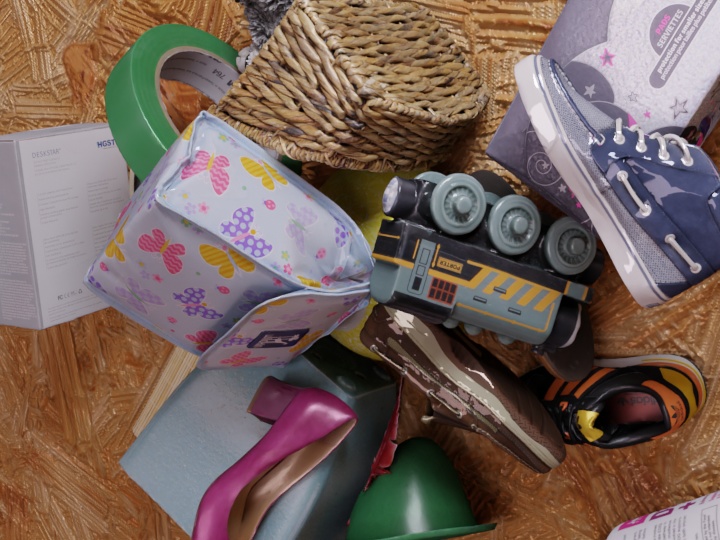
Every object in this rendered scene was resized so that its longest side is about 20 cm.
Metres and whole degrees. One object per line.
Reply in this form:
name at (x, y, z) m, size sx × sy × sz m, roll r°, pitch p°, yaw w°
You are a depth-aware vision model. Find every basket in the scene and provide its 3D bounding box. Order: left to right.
basket at (0.000, -0.131, 0.903) m, size 0.149 × 0.199 × 0.144 m, roll -45°, pitch 72°, yaw 32°

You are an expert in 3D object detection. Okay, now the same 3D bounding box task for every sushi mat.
sushi mat at (-0.201, 0.153, 1.228) m, size 0.096 × 0.012 × 0.201 m, roll 42°, pitch 121°, yaw 17°

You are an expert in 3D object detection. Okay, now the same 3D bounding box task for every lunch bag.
lunch bag at (-0.102, -0.002, 0.878) m, size 0.199 × 0.128 × 0.169 m, roll 34°, pitch 140°, yaw -18°

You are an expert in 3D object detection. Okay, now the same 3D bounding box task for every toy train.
toy train at (0.099, -0.005, 0.840) m, size 0.085 × 0.197 × 0.116 m, roll 20°, pitch 92°, yaw 70°

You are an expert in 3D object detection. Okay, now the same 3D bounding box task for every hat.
hat at (0.041, 0.171, 1.017) m, size 0.199 × 0.164 × 0.179 m, roll -26°, pitch 68°, yaw 46°

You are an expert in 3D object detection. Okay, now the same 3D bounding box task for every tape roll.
tape roll at (-0.144, -0.135, 0.999) m, size 0.048 × 0.200 × 0.202 m, roll -36°, pitch 83°, yaw 34°

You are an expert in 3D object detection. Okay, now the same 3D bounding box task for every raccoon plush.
raccoon plush at (-0.044, -0.208, 0.963) m, size 0.199 × 0.096 × 0.136 m, roll 11°, pitch 115°, yaw 49°

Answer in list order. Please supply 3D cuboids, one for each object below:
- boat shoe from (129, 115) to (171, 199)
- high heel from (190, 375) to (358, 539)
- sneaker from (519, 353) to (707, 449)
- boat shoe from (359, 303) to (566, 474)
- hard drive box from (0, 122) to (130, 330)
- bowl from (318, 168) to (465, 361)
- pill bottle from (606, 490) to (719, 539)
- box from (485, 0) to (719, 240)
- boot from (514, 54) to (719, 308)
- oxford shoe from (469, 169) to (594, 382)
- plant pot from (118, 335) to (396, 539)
boat shoe at (-0.221, -0.074, 1.152) m, size 0.062 × 0.074 × 0.205 m, roll 9°, pitch 102°, yaw 3°
high heel at (-0.078, 0.194, 0.909) m, size 0.095 × 0.067 × 0.203 m, roll 17°, pitch 83°, yaw 29°
sneaker at (0.191, 0.119, 0.912) m, size 0.198 × 0.090 × 0.071 m, roll -14°, pitch 95°, yaw 35°
boat shoe at (0.082, 0.101, 0.891) m, size 0.202 × 0.075 × 0.075 m, roll 46°, pitch 109°, yaw 3°
hard drive box at (-0.330, -0.054, 1.172) m, size 0.076 × 0.155 × 0.204 m, roll 5°, pitch 104°, yaw 33°
bowl at (0.000, 0.000, 0.967) m, size 0.199 × 0.107 × 0.203 m, roll 23°, pitch 122°, yaw 43°
pill bottle at (0.273, 0.254, 0.880) m, size 0.199 × 0.113 × 0.115 m, roll -30°, pitch 86°, yaw 35°
box at (0.209, -0.143, 0.815) m, size 0.132 × 0.114 × 0.202 m, roll 38°, pitch 121°, yaw 18°
boot at (0.192, -0.079, 0.743) m, size 0.090 × 0.073 × 0.202 m, roll -29°, pitch 98°, yaw 26°
oxford shoe at (0.139, 0.013, 0.937) m, size 0.202 × 0.071 × 0.071 m, roll 63°, pitch 145°, yaw 17°
plant pot at (-0.075, 0.157, 1.047) m, size 0.195 × 0.196 × 0.202 m, roll 37°, pitch 106°, yaw 19°
